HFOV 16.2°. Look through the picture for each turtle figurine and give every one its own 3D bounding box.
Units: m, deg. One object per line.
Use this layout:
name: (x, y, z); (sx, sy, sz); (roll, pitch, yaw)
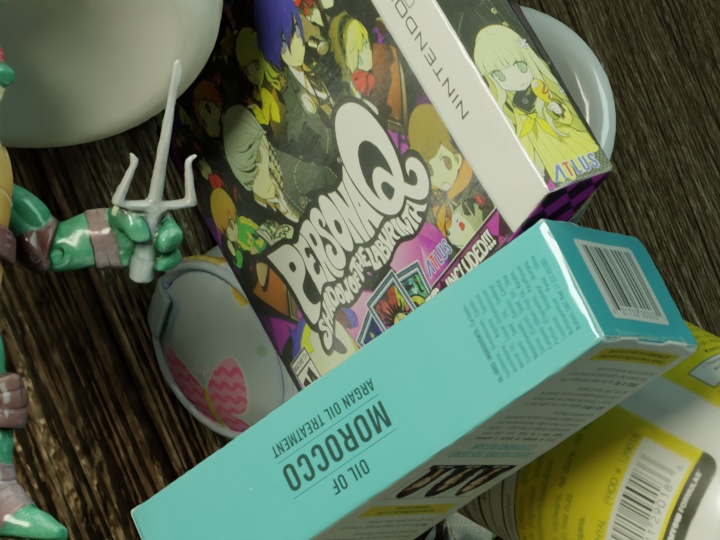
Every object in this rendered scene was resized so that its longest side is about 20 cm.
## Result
turtle figurine: (-0.128, -0.012, 0.853); (0.149, 0.100, 0.202); (14, 77, -51)

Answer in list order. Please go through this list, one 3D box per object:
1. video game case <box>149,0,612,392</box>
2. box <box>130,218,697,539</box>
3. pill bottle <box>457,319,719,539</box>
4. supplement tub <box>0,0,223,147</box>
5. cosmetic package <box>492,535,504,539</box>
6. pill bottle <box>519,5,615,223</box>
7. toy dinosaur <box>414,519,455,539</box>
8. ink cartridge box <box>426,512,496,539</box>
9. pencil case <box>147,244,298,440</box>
video game case: (-0.005, -0.056, 0.943); (0.036, 0.200, 0.182); (-18, 70, -33)
box: (0.018, 0.058, 0.910); (0.082, 0.199, 0.049); (8, 51, -59)
pill bottle: (0.090, 0.061, 1.000); (0.111, 0.199, 0.112); (-31, 136, -36)
supplement tub: (-0.122, -0.163, 0.943); (0.145, 0.144, 0.201); (48, 31, -46)
cosmetic package: (0.080, 0.212, 1.054); (0.073, 0.103, 0.202); (-28, 135, -67)
pill bottle: (0.067, -0.060, 1.304); (0.200, 0.115, 0.117); (92, -18, -82)
toy dinosaur: (-0.002, 0.135, 1.094); (0.077, 0.102, 0.201); (-128, -161, -56)
ink cartridge box: (0.062, 0.108, 1.207); (0.104, 0.059, 0.202); (47, 46, -63)
pencil case: (0.000, 0.000, 1.101); (0.091, 0.083, 0.200); (50, 47, 10)
